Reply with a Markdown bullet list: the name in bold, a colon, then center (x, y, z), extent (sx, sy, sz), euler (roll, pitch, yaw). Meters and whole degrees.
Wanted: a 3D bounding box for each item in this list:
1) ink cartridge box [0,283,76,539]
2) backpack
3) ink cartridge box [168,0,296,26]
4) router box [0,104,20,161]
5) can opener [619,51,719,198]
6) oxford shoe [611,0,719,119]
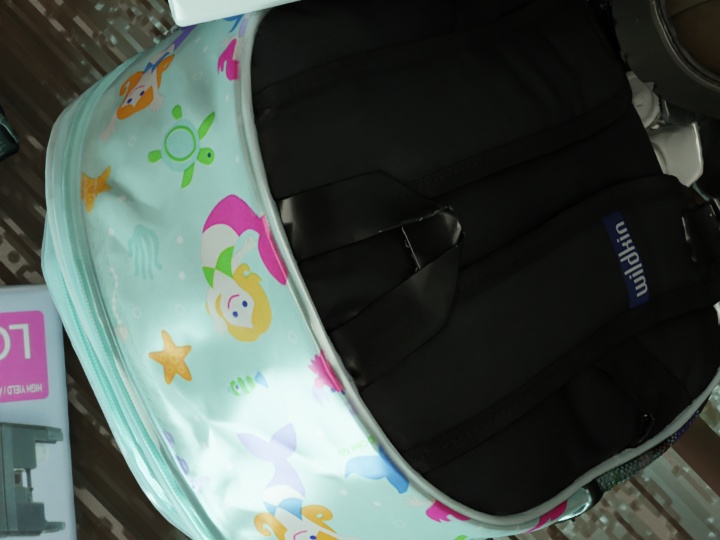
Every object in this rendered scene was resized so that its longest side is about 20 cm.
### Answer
- **ink cartridge box**: center (-0.145, 0.107, 0.796), extent (0.119, 0.042, 0.201), euler (-4, 92, -21)
- **backpack**: center (0.000, 0.000, 0.742), extent (0.150, 0.200, 0.178), euler (-24, 93, 28)
- **ink cartridge box**: center (0.040, -0.147, 0.696), extent (0.199, 0.145, 0.084), euler (-12, 117, 4)
- **router box**: center (-0.169, -0.114, 0.753), extent (0.062, 0.150, 0.201), euler (-26, 92, -4)
- **can opener**: center (0.084, -0.117, 0.833), extent (0.066, 0.053, 0.201), euler (-13, 92, -40)
- **oxford shoe**: center (0.179, -0.073, 0.791), extent (0.199, 0.084, 0.073), euler (0, 79, -35)
